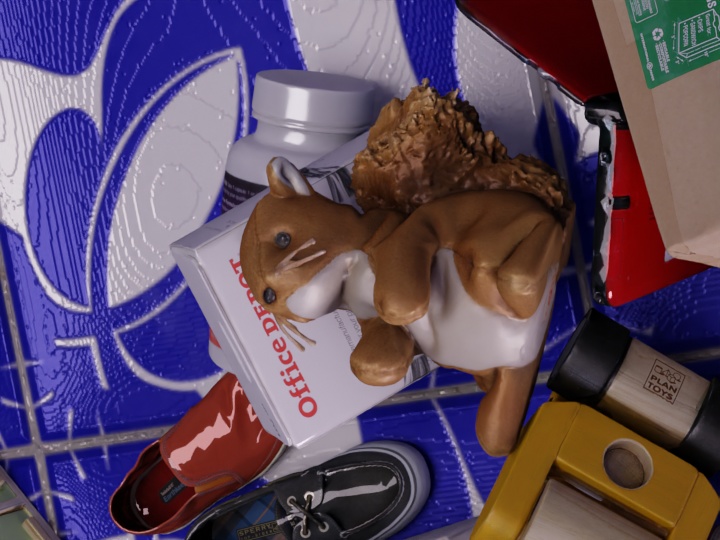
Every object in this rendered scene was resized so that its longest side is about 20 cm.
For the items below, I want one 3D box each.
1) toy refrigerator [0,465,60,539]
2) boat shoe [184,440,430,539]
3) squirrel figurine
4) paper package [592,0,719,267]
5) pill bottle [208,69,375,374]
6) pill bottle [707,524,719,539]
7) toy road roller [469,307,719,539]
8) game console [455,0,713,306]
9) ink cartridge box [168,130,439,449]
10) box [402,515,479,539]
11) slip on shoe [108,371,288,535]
[{"bbox_3d":[-0.279,0.219,1.842,0.200,0.076,0.070,48,119,18],"label":"toy refrigerator"},{"bbox_3d":[-0.040,0.174,1.691,0.199,0.057,0.069,-23,85,33],"label":"boat shoe"},{"bbox_3d":[0.028,-0.016,1.439,0.186,0.200,0.142,13,137,11],"label":"squirrel figurine"},{"bbox_3d":[0.230,-0.104,1.364,0.103,0.190,0.201,-22,72,31],"label":"paper package"},{"bbox_3d":[-0.041,-0.031,1.628,0.111,0.111,0.201,14,105,30],"label":"pill bottle"},{"bbox_3d":[0.208,0.227,1.508,0.199,0.112,0.113,-25,84,33],"label":"pill bottle"},{"bbox_3d":[0.145,0.138,1.471,0.123,0.200,0.146,29,149,0],"label":"toy road roller"},{"bbox_3d":[0.143,-0.081,1.445,0.118,0.200,0.173,8,102,28],"label":"game console"},{"bbox_3d":[0.000,0.000,1.535,0.147,0.199,0.086,63,168,-12],"label":"ink cartridge box"},{"bbox_3d":[0.030,0.266,1.632,0.199,0.106,0.153,-22,85,33],"label":"box"},{"bbox_3d":[-0.112,0.131,1.726,0.200,0.061,0.074,-42,76,31],"label":"slip on shoe"}]
